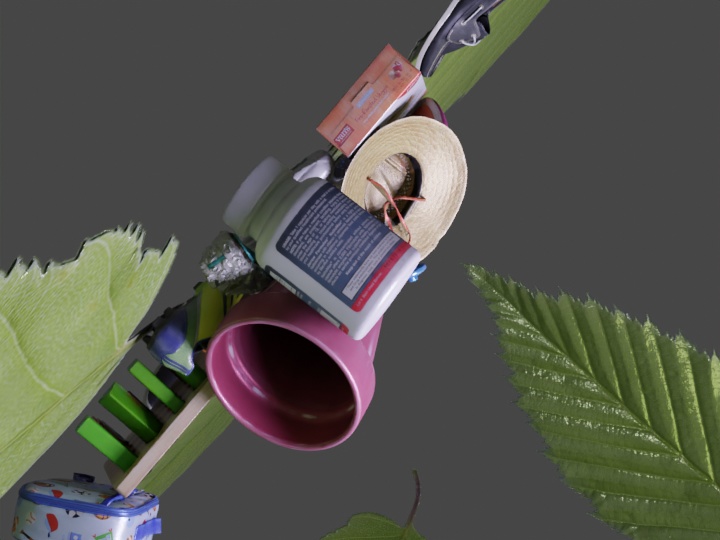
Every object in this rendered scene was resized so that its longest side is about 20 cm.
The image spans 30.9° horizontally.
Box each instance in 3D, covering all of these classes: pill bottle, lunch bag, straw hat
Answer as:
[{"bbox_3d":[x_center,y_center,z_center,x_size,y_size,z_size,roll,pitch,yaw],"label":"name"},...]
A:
[{"bbox_3d":[-0.045,-0.030,1.413,0.120,0.199,0.120,-52,175,-6],"label":"pill bottle"},{"bbox_3d":[-0.329,0.300,1.596,0.200,0.158,0.076,41,56,-85],"label":"lunch bag"},{"bbox_3d":[0.030,-0.105,1.615,0.201,0.201,0.085,-50,-141,-4],"label":"straw hat"}]

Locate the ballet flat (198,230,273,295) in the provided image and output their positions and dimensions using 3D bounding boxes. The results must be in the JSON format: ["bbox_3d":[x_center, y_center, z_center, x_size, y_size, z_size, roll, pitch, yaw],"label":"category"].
[{"bbox_3d":[-0.152,-0.003,1.536,0.072,0.072,0.200,-50,169,-3],"label":"ballet flat"}]

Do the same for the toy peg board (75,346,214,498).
[{"bbox_3d":[-0.274,0.163,1.641,0.200,0.098,0.199,-49,-168,-10],"label":"toy peg board"}]

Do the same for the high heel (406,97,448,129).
[{"bbox_3d":[0.094,-0.186,1.750,0.067,0.096,0.200,-47,-152,6],"label":"high heel"}]

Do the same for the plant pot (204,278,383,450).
[{"bbox_3d":[-0.060,0.079,1.536,0.200,0.199,0.180,-53,-175,45],"label":"plant pot"}]

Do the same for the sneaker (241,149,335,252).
[{"bbox_3d":[-0.068,-0.065,1.614,0.078,0.099,0.200,-46,174,-46],"label":"sneaker"}]

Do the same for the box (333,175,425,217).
[{"bbox_3d":[-0.015,-0.081,1.727,0.199,0.083,0.068,-26,-177,17],"label":"box"}]

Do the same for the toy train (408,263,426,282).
[{"bbox_3d":[0.000,0.000,1.747,0.114,0.087,0.199,-13,-167,47],"label":"toy train"}]

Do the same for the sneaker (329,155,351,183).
[{"bbox_3d":[-0.052,-0.082,1.868,0.200,0.077,0.085,-47,179,-40],"label":"sneaker"}]

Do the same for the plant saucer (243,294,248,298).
[{"bbox_3d":[-0.133,-0.003,1.971,0.201,0.034,0.200,-51,177,-3],"label":"plant saucer"}]

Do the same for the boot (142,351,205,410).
[{"bbox_3d":[-0.240,0.142,1.854,0.201,0.072,0.144,-53,179,-25],"label":"boot"}]

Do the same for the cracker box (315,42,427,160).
[{"bbox_3d":[0.018,-0.201,1.621,0.134,0.058,0.200,-49,176,5],"label":"cracker box"}]

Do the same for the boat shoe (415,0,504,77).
[{"bbox_3d":[0.141,-0.332,1.766,0.200,0.067,0.072,-51,178,34],"label":"boat shoe"}]

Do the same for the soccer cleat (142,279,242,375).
[{"bbox_3d":[-0.184,0.061,1.579,0.065,0.084,0.200,-52,176,38],"label":"soccer cleat"}]
